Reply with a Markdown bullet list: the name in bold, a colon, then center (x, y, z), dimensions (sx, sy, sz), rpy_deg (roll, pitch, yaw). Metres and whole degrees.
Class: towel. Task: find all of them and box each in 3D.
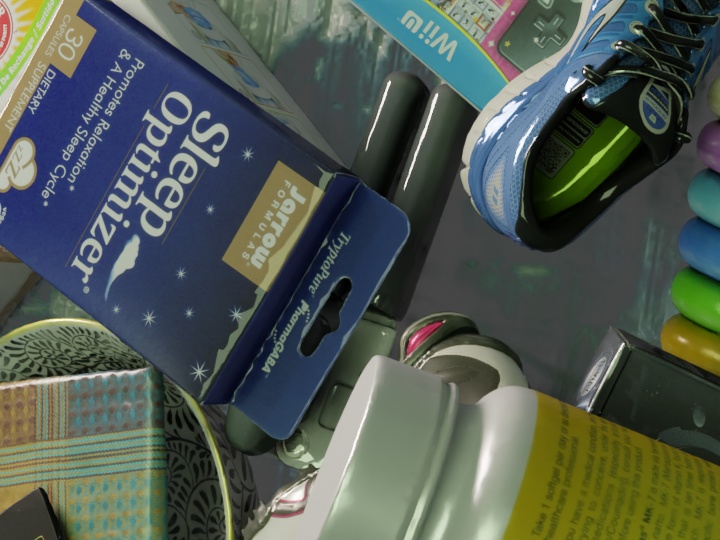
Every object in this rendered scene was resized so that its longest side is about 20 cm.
- **towel**: center (-0.145, 0.150, 0.927), dimensions (0.146, 0.022, 0.202), rpy_deg (-7, 79, 32)

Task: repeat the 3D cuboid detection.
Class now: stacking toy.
- **stacking toy**: center (0.162, 0.020, 0.876), dimensions (0.085, 0.085, 0.202), rpy_deg (23, 102, 24)

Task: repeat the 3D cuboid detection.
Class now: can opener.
- **can opener**: center (0.000, 0.000, 0.941), dimensions (0.052, 0.066, 0.201), rpy_deg (18, 78, 22)

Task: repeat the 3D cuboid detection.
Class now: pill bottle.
- **pill bottle**: center (0.080, 0.112, 0.741), dimensions (0.199, 0.114, 0.115), rpy_deg (23, 98, -4)

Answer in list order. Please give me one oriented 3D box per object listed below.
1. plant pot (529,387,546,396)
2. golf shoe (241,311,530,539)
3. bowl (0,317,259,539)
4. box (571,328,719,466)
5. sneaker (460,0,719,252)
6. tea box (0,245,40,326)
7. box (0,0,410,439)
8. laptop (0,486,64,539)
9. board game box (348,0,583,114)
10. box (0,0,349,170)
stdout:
- **plant pot**: center (0.049, 0.149, 0.921), dimensions (0.199, 0.027, 0.202), rpy_deg (5, 99, 35)
- **golf shoe**: center (0.005, 0.115, 0.856), dimensions (0.201, 0.077, 0.088), rpy_deg (-60, 25, 15)
- **bowl**: center (-0.115, 0.125, 0.981), dimensions (0.199, 0.094, 0.203), rpy_deg (-2, 87, 34)
- **box**: center (0.159, 0.139, 0.832), dimensions (0.199, 0.044, 0.161), rpy_deg (26, 97, -4)
- **sneaker**: center (0.123, -0.087, 0.840), dimensions (0.078, 0.089, 0.201), rpy_deg (28, 105, -21)
- **tea box**: center (-0.311, -0.002, 1.064), dimensions (0.200, 0.133, 0.197), rpy_deg (-48, 69, 16)
- **box**: center (-0.084, -0.027, 0.903), dimensions (0.199, 0.032, 0.122), rpy_deg (35, 101, 21)
- **laptop**: center (-0.197, 0.223, 0.877), dimensions (0.177, 0.103, 0.201), rpy_deg (-34, 66, 24)
- **board game box**: center (0.094, -0.175, 0.923), dimensions (0.147, 0.064, 0.201), rpy_deg (41, 106, 21)
- **box**: center (-0.111, -0.079, 0.991), dimensions (0.112, 0.101, 0.200), rpy_deg (-43, 71, 17)
